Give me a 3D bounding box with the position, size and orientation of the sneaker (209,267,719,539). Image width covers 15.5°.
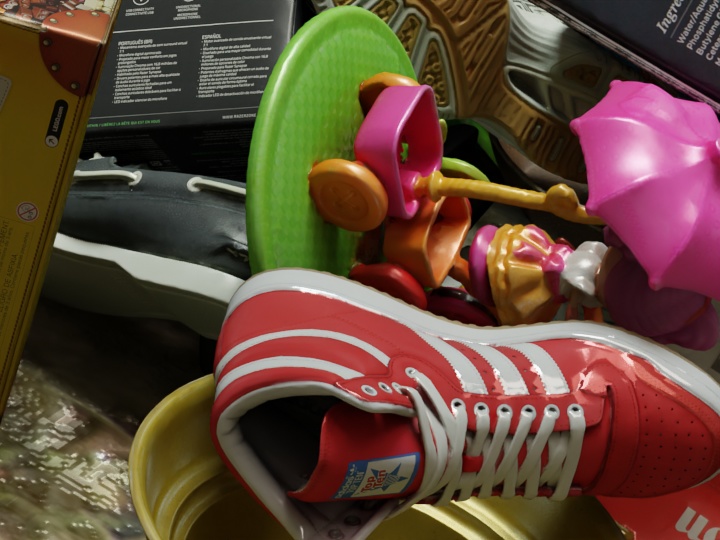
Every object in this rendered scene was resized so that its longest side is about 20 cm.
[{"bbox_3d":[0.039,0.062,0.963,0.199,0.072,0.113,12,25,2],"label":"sneaker"}]

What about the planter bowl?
[{"bbox_3d":[-0.001,0.126,0.989,0.199,0.084,0.201,16,29,-9],"label":"planter bowl"}]

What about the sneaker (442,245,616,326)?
[{"bbox_3d":[0.106,0.058,1.182,0.199,0.077,0.081,20,38,24],"label":"sneaker"}]

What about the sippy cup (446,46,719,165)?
[{"bbox_3d":[0.134,-0.089,1.405,0.130,0.140,0.178,40,72,14],"label":"sippy cup"}]

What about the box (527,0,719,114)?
[{"bbox_3d":[0.190,-0.115,1.117,0.196,0.124,0.200,30,9,11],"label":"box"}]

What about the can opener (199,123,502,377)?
[{"bbox_3d":[0.000,0.000,1.189,0.078,0.064,0.200,4,30,41],"label":"can opener"}]

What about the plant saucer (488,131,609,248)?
[{"bbox_3d":[0.149,-0.027,1.253,0.199,0.037,0.201,16,24,-7],"label":"plant saucer"}]

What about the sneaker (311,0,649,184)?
[{"bbox_3d":[0.041,-0.105,1.183,0.200,0.076,0.088,33,8,-33],"label":"sneaker"}]

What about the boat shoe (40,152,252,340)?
[{"bbox_3d":[-0.101,-0.017,1.133,0.199,0.061,0.076,15,-20,31],"label":"boat shoe"}]

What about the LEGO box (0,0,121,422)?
[{"bbox_3d":[-0.189,-0.043,1.042,0.148,0.201,0.077,17,29,-5],"label":"LEGO box"}]

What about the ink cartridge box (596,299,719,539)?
[{"bbox_3d":[0.190,0.076,1.100,0.161,0.050,0.200,33,68,14],"label":"ink cartridge box"}]

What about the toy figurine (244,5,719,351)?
[{"bbox_3d":[0.076,-0.007,1.053,0.183,0.201,0.150,5,45,28],"label":"toy figurine"}]

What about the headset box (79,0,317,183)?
[{"bbox_3d":[-0.090,-0.135,1.203,0.173,0.093,0.201,-3,68,19],"label":"headset box"}]
